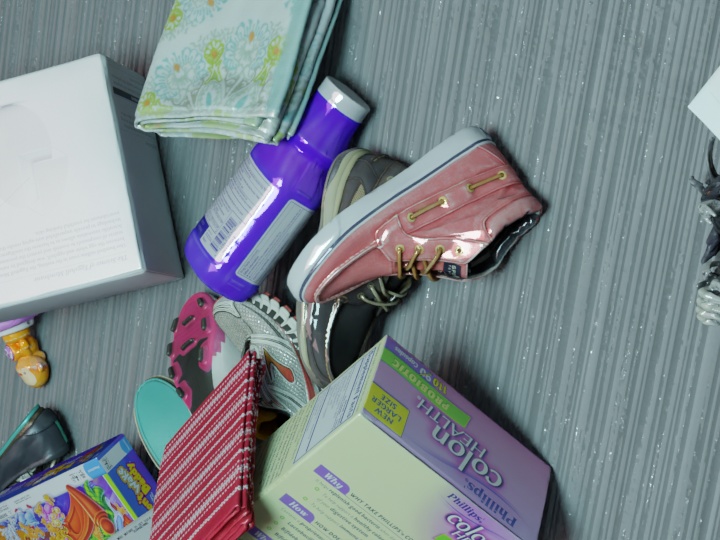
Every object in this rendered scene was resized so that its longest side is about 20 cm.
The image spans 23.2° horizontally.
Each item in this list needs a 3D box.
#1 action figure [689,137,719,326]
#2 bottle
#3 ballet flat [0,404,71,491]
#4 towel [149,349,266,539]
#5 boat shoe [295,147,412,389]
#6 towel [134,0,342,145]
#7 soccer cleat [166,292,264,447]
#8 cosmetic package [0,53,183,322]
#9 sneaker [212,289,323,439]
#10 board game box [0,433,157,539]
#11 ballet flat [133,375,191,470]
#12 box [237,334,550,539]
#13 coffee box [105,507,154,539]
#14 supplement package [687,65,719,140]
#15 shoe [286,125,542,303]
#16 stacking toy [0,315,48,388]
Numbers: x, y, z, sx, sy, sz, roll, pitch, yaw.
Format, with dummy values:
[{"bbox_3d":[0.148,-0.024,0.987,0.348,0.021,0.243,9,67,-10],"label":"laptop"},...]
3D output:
[{"bbox_3d":[0.284,-0.012,1.179,0.200,0.102,0.120,44,123,27],"label":"action figure"},{"bbox_3d":[-0.069,-0.071,1.482,0.201,0.065,0.084,-53,34,11],"label":"bottle"},{"bbox_3d":[-0.361,0.215,1.781,0.200,0.073,0.073,-42,67,29],"label":"ballet flat"},{"bbox_3d":[-0.125,0.171,1.409,0.145,0.022,0.201,-48,23,27],"label":"towel"},{"bbox_3d":[0.000,0.000,1.431,0.073,0.074,0.202,7,88,33],"label":"boat shoe"},{"bbox_3d":[-0.101,-0.203,1.492,0.170,0.048,0.202,6,71,39],"label":"towel"},{"bbox_3d":[-0.119,0.110,1.566,0.070,0.086,0.201,-42,43,29],"label":"soccer cleat"},{"bbox_3d":[-0.288,-0.069,1.611,0.197,0.123,0.202,-13,83,11],"label":"cosmetic package"},{"bbox_3d":[-0.070,0.095,1.490,0.200,0.082,0.078,49,157,29],"label":"sneaker"},{"bbox_3d":[-0.262,0.249,1.676,0.199,0.045,0.135,-27,101,39],"label":"board game box"},{"bbox_3d":[-0.138,0.179,1.584,0.067,0.062,0.200,-42,62,4],"label":"ballet flat"},{"bbox_3d":[0.016,0.182,1.372,0.175,0.097,0.200,38,127,-13],"label":"box"},{"bbox_3d":[-0.155,0.305,1.531,0.079,0.114,0.202,27,135,37],"label":"coffee box"},{"bbox_3d":[0.344,-0.126,1.084,0.152,0.150,0.201,52,123,25],"label":"supplement package"},{"bbox_3d":[0.043,-0.020,1.359,0.199,0.072,0.091,-37,68,-5],"label":"shoe"},{"bbox_3d":[-0.360,0.025,1.758,0.116,0.109,0.202,-10,102,50],"label":"stacking toy"}]
